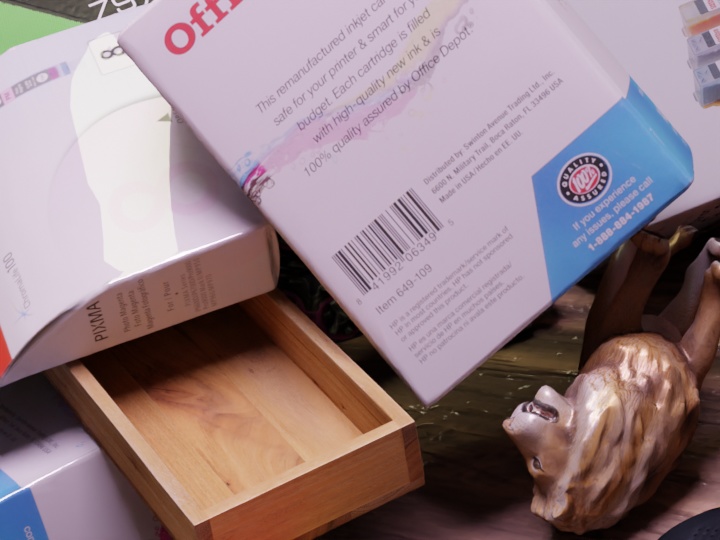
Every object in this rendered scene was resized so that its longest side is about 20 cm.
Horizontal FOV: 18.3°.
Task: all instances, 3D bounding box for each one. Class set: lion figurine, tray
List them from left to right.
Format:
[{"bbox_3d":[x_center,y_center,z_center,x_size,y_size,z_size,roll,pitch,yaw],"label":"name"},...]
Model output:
[{"bbox_3d":[-0.065,0.049,0.946,0.098,0.037,0.200,-24,35,-19],"label":"tray"},{"bbox_3d":[0.120,0.041,0.977,0.072,0.123,0.200,22,11,10],"label":"lion figurine"}]

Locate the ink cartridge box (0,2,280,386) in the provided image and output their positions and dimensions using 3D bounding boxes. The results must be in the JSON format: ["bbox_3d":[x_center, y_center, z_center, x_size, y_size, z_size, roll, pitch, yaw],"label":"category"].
[{"bbox_3d":[-0.153,-0.026,0.978,0.198,0.057,0.163,-17,48,-13],"label":"ink cartridge box"}]

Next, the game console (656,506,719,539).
[{"bbox_3d":[0.154,0.133,0.737,0.199,0.031,0.177,-3,23,41],"label":"game console"}]

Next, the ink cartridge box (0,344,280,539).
[{"bbox_3d":[-0.123,0.088,1.035,0.199,0.085,0.144,-28,25,-23],"label":"ink cartridge box"}]

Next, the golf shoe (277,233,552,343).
[{"bbox_3d":[0.000,0.000,1.174,0.198,0.073,0.092,5,6,-10],"label":"golf shoe"}]

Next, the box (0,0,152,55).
[{"bbox_3d":[-0.156,-0.063,1.115,0.199,0.087,0.164,-23,47,-9],"label":"box"}]

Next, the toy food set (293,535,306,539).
[{"bbox_3d":[-0.049,0.159,0.824,0.199,0.049,0.197,-32,22,-37],"label":"toy food set"}]

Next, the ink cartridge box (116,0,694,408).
[{"bbox_3d":[0.024,-0.076,0.959,0.146,0.200,0.146,-40,2,12],"label":"ink cartridge box"}]

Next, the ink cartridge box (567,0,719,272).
[{"bbox_3d":[0.182,-0.103,1.166,0.198,0.146,0.145,-20,-7,-8],"label":"ink cartridge box"}]

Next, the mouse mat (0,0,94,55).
[{"bbox_3d":[-0.172,-0.051,1.043,0.160,0.008,0.201,16,54,24],"label":"mouse mat"}]
